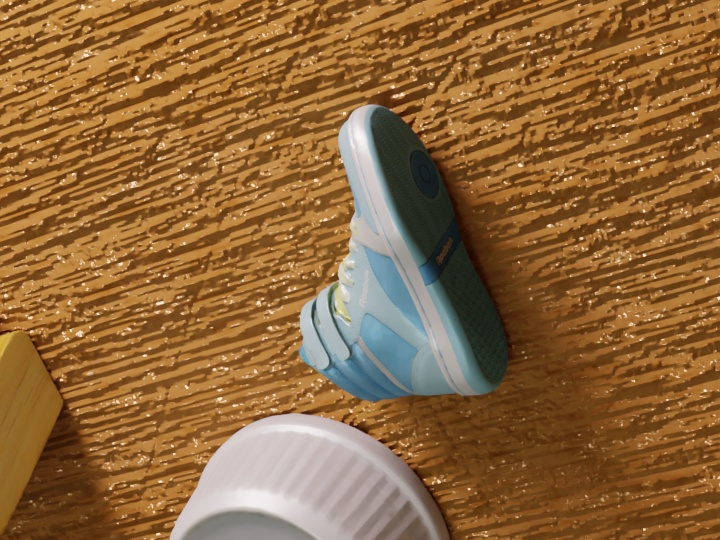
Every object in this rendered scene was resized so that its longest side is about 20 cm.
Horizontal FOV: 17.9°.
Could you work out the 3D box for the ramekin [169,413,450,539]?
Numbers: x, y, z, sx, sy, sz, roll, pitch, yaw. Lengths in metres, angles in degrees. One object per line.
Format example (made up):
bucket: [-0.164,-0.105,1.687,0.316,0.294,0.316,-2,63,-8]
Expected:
ramekin: [-0.042,0.209,1.572,0.202,0.094,0.203,12,119,22]

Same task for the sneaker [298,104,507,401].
sneaker: [0.000,0.000,1.458,0.130,0.080,0.201,-14,106,30]

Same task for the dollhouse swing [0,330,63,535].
dollhouse swing: [-0.351,0.098,1.641,0.200,0.182,0.176,-19,125,33]
